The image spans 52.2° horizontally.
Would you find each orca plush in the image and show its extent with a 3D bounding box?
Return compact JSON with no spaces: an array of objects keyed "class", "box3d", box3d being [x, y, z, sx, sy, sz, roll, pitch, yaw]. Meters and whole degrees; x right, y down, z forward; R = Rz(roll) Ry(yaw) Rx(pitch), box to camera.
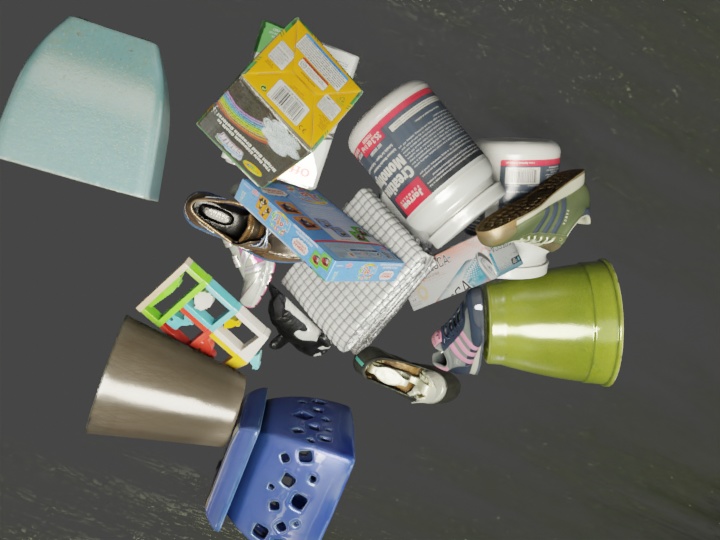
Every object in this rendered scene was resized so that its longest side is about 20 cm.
[{"class":"orca plush","box3d":[-0.105,0.096,1.103,0.105,0.200,0.071,39,82,17]}]

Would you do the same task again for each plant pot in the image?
[{"class":"plant pot","box3d":[-0.126,0.305,1.137,0.178,0.200,0.201,21,100,-7]},{"class":"plant pot","box3d":[0.291,0.082,1.164,0.191,0.200,0.202,0,104,2]},{"class":"plant pot","box3d":[-0.349,-0.216,0.980,0.194,0.196,0.202,14,91,-12]}]

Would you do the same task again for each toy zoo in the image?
[{"class":"toy zoo","box3d":[-0.229,0.085,1.124,0.131,0.021,0.200,-36,109,28]}]

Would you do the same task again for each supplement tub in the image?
[{"class":"supplement tub","box3d":[0.230,-0.099,1.125,0.139,0.140,0.202,-2,104,-9]},{"class":"supplement tub","box3d":[0.092,-0.147,1.022,0.140,0.140,0.200,-39,86,1]}]

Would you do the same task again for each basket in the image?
[{"class":"basket","box3d":[-0.282,0.181,1.099,0.198,0.136,0.182,18,71,-13]}]

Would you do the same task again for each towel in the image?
[{"class":"towel","box3d":[0.000,0.000,1.093,0.200,0.166,0.085,-49,151,11]}]

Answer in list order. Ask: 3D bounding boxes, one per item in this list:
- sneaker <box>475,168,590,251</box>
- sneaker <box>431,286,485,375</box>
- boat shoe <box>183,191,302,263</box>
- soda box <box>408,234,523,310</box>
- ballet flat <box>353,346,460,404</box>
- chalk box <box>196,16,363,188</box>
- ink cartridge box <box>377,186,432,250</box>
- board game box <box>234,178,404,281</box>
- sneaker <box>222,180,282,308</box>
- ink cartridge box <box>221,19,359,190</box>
[{"class":"sneaker","box3d":[0.252,-0.062,1.022,0.199,0.067,0.090,-32,111,-24]},{"class":"sneaker","box3d":[0.154,0.101,1.158,0.081,0.071,0.201,3,137,4]},{"class":"boat shoe","box3d":[-0.152,-0.055,1.030,0.198,0.072,0.073,16,93,-12]},{"class":"soda box","box3d":[0.144,-0.002,1.100,0.063,0.200,0.069,-24,88,-37]},{"class":"ballet flat","box3d":[0.080,0.183,1.204,0.198,0.068,0.069,19,99,-14]},{"class":"chalk box","box3d":[-0.115,-0.202,0.946,0.125,0.200,0.124,45,61,-16]},{"class":"ink cartridge box","box3d":[0.082,-0.138,1.144,0.099,0.039,0.202,10,100,-11]},{"class":"board game box","box3d":[-0.055,-0.055,0.999,0.151,0.200,0.037,1,125,-52]},{"class":"sneaker","box3d":[-0.170,-0.045,1.107,0.087,0.081,0.202,7,94,-10]},{"class":"ink cartridge box","box3d":[-0.105,-0.236,1.064,0.145,0.084,0.202,18,100,-12]}]
